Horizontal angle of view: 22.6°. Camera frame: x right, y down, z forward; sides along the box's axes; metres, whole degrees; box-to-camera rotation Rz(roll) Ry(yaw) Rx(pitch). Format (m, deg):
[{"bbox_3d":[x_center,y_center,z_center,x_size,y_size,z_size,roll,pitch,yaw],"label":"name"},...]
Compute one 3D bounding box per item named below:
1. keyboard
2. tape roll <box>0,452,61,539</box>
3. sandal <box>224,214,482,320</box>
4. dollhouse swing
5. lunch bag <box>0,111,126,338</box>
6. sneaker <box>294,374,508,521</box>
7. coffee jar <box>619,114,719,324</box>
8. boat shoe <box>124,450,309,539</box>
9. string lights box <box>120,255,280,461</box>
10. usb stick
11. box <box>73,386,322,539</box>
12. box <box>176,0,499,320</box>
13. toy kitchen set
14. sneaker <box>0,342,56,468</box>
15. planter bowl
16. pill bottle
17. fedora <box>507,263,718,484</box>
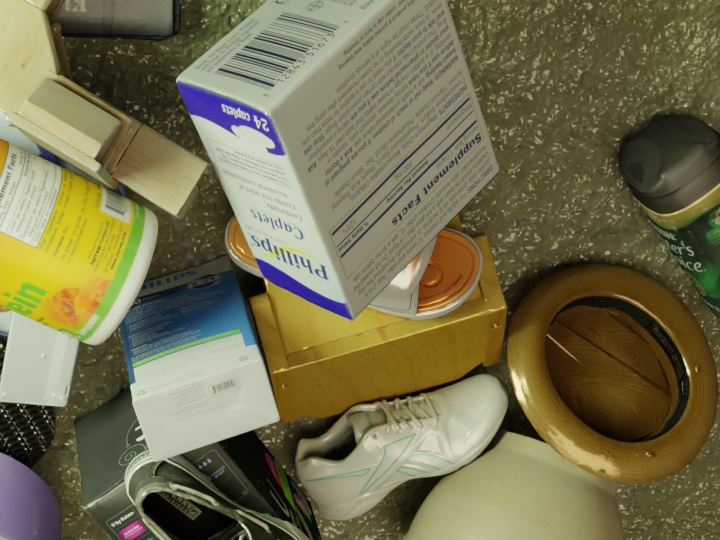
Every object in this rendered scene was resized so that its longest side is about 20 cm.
[{"bbox_3d":[-0.240,0.015,1.405,0.056,0.011,0.201,8,110,-15],"label":"keyboard"},{"bbox_3d":[-0.348,0.234,1.478,0.199,0.085,0.200,-1,134,-1],"label":"tape roll"},{"bbox_3d":[-0.006,-0.012,1.411,0.206,0.059,0.080,8,77,0],"label":"sandal"},{"bbox_3d":[0.000,0.000,1.515,0.199,0.176,0.182,-17,157,-5],"label":"dollhouse swing"},{"bbox_3d":[-0.263,-0.059,1.410,0.160,0.076,0.200,-26,118,-3],"label":"lunch bag"},{"bbox_3d":[0.035,0.143,1.554,0.200,0.071,0.080,-30,130,5],"label":"sneaker"},{"bbox_3d":[0.301,-0.037,1.527,0.085,0.104,0.200,-36,115,2],"label":"coffee jar"},{"bbox_3d":[-0.103,0.217,1.405,0.200,0.064,0.071,37,99,-24],"label":"boat shoe"},{"bbox_3d":[-0.132,0.064,1.421,0.102,0.200,0.059,-17,116,-3],"label":"string lights box"},{"bbox_3d":[-0.236,-0.205,1.371,0.199,0.033,0.056,0,111,-12],"label":"usb stick"},{"bbox_3d":[-0.131,0.196,1.509,0.124,0.149,0.200,-34,116,4],"label":"box"},{"bbox_3d":[-0.011,-0.104,1.311,0.184,0.105,0.200,-45,134,-26],"label":"box"},{"bbox_3d":[-0.173,-0.161,1.270,0.200,0.163,0.181,31,88,-2],"label":"toy kitchen set"},{"bbox_3d":[-0.316,0.088,1.471,0.070,0.090,0.200,-43,144,-18],"label":"sneaker"},{"bbox_3d":[0.149,0.223,1.575,0.200,0.200,0.135,28,79,-22],"label":"planter bowl"},{"bbox_3d":[-0.259,-0.033,1.314,0.199,0.111,0.111,26,106,-19],"label":"pill bottle"},{"bbox_3d":[0.209,0.094,1.557,0.200,0.082,0.201,5,71,-16],"label":"fedora"}]
